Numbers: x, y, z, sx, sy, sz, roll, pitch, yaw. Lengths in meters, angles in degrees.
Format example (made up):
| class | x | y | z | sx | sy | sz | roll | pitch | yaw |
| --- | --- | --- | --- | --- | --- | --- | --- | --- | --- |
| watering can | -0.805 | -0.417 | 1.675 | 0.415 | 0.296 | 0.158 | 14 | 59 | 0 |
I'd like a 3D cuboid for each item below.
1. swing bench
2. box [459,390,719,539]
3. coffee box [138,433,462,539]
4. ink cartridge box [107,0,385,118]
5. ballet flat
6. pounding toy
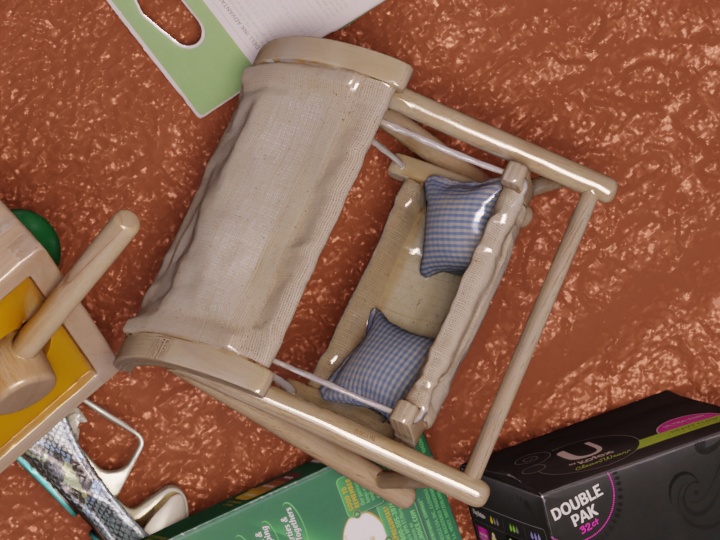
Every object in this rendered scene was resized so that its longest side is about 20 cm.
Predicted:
| class | x | y | z | sx | sy | sz | roll | pitch | yaw |
| --- | --- | --- | --- | --- | --- | --- | --- | --- | --- |
| swing bench | 0.000 | 0.000 | 1.469 | 0.199 | 0.130 | 0.200 | 28 | 75 | -16 |
| box | 0.164 | 0.190 | 1.536 | 0.148 | 0.124 | 0.201 | -17 | 99 | -19 |
| coffee box | -0.036 | 0.179 | 1.551 | 0.199 | 0.044 | 0.123 | -25 | 101 | -22 |
| ink cartridge box | -0.053 | -0.196 | 1.516 | 0.200 | 0.048 | 0.146 | -30 | 107 | 27 |
| ballet flat | -0.141 | 0.133 | 1.566 | 0.074 | 0.074 | 0.200 | -39 | 101 | 5 |
| pounding toy | -0.212 | 0.034 | 1.452 | 0.200 | 0.184 | 0.142 | -41 | 63 | -9 |
